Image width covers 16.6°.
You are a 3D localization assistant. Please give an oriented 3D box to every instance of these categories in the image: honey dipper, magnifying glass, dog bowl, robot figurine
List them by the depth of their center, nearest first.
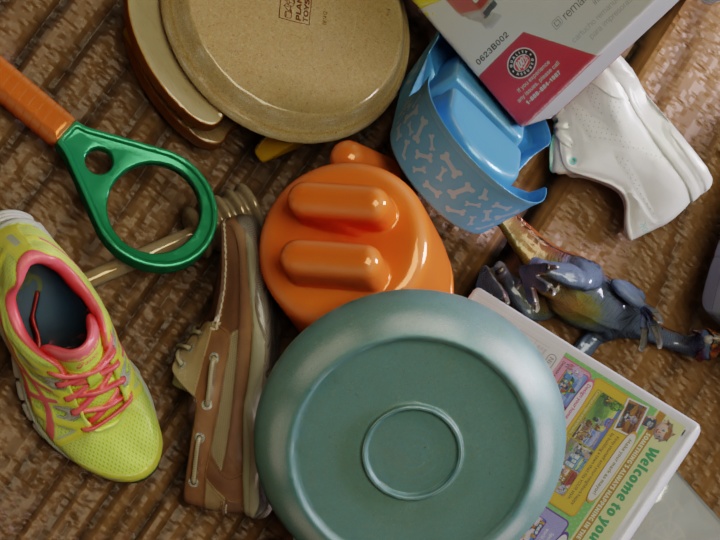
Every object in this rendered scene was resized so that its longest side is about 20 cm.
[{"bbox_3d":[0.001,-0.002,1.630,0.116,0.200,0.144,-33,70,0],"label":"robot figurine"},{"bbox_3d":[-0.180,-0.076,1.635,0.200,0.022,0.080,41,71,0],"label":"magnifying glass"},{"bbox_3d":[-0.159,-0.004,1.646,0.199,0.038,0.038,-24,90,-18],"label":"honey dipper"},{"bbox_3d":[0.072,-0.093,1.678,0.111,0.200,0.050,42,113,-14],"label":"dog bowl"}]

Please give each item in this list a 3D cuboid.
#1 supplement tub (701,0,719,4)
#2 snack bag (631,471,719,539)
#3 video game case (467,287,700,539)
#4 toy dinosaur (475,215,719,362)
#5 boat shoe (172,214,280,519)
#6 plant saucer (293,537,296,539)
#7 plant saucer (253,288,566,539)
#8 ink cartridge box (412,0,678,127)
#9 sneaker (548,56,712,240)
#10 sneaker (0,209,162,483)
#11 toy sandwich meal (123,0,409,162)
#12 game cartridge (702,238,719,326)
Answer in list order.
[{"bbox_3d":[0.217,-0.303,1.779,0.200,0.140,0.141,40,70,-11],"label":"supplement tub"},{"bbox_3d":[0.204,0.245,1.749,0.189,0.021,0.200,48,69,-7],"label":"snack bag"},{"bbox_3d":[0.097,0.136,1.637,0.182,0.022,0.200,32,72,15],"label":"video game case"},{"bbox_3d":[0.176,0.015,1.745,0.181,0.105,0.201,4,66,-41],"label":"toy dinosaur"},{"bbox_3d":[-0.091,0.063,1.630,0.071,0.076,0.201,0,87,5],"label":"boat shoe"},{"bbox_3d":[0.041,0.217,1.669,0.200,0.039,0.202,8,67,-18],"label":"plant saucer"},{"bbox_3d":[0.032,0.111,1.556,0.199,0.027,0.201,0,108,-1],"label":"plant saucer"},{"bbox_3d":[0.106,-0.221,1.696,0.200,0.145,0.083,50,23,8],"label":"ink cartridge box"},{"bbox_3d":[0.160,-0.111,1.770,0.088,0.075,0.200,-40,93,0],"label":"sneaker"},{"bbox_3d":[-0.184,0.058,1.578,0.078,0.090,0.201,-36,112,-14],"label":"sneaker"},{"bbox_3d":[-0.062,-0.163,1.693,0.204,0.070,0.206,9,67,-23],"label":"toy sandwich meal"},{"bbox_3d":[0.329,-0.021,1.813,0.133,0.040,0.201,45,67,-32],"label":"game cartridge"}]
